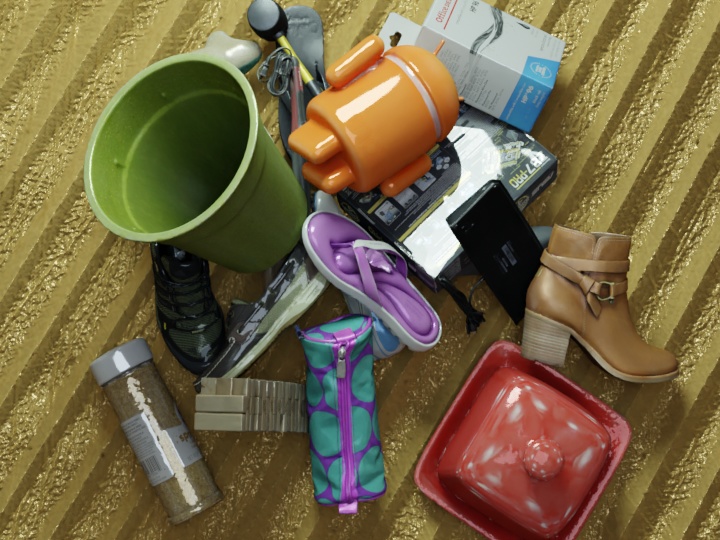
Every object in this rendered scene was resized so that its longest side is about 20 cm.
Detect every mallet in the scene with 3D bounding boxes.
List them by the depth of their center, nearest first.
[{"bbox_3d":[-0.062,-0.216,1.570,0.041,0.066,0.201,-34,77,4],"label":"mallet"}]

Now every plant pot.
[{"bbox_3d":[-0.146,-0.087,1.456,0.198,0.190,0.202,-11,63,23],"label":"plant pot"}]

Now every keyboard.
[{"bbox_3d":[0.139,-0.003,1.546,0.127,0.200,0.021,-44,46,-6],"label":"keyboard"}]

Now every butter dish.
[{"bbox_3d":[0.187,0.202,1.548,0.198,0.148,0.201,33,84,0],"label":"butter dish"}]

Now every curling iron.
[{"bbox_3d":[-0.076,-0.141,1.551,0.049,0.026,0.202,-11,96,-12],"label":"curling iron"}]

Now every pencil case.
[{"bbox_3d":[-0.019,0.152,1.541,0.084,0.092,0.203,-6,102,-2],"label":"pencil case"}]

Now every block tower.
[{"bbox_3d":[-0.107,0.143,1.502,0.057,0.200,0.055,1,84,18],"label":"block tower"}]

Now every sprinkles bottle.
[{"bbox_3d":[-0.223,0.176,1.559,0.068,0.068,0.202,-27,88,-6],"label":"sprinkles bottle"}]

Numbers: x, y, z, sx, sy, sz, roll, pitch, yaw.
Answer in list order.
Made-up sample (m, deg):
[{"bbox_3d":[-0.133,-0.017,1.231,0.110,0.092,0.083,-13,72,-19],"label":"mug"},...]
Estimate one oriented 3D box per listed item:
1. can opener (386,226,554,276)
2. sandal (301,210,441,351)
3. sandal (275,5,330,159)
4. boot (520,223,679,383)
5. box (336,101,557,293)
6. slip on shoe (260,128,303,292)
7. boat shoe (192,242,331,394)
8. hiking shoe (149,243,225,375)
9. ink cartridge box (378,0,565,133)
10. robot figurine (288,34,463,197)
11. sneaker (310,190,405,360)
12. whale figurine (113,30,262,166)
[{"bbox_3d":[0.128,-0.030,1.600,0.197,0.067,0.054,-1,55,-8],"label":"can opener"},{"bbox_3d":[0.023,0.002,1.522,0.202,0.050,0.083,42,46,-20],"label":"sandal"},{"bbox_3d":[-0.063,-0.202,1.617,0.075,0.043,0.202,-13,86,-5],"label":"sandal"},{"bbox_3d":[0.279,0.037,1.587,0.198,0.077,0.157,12,95,-9],"label":"boot"},{"bbox_3d":[0.096,-0.098,1.585,0.200,0.049,0.161,-44,66,-12],"label":"box"},{"bbox_3d":[-0.106,-0.066,1.589,0.060,0.076,0.202,-17,94,-13],"label":"slip on shoe"},{"bbox_3d":[-0.114,0.054,1.540,0.201,0.072,0.066,-45,92,0],"label":"boat shoe"},{"bbox_3d":[-0.197,0.018,1.558,0.075,0.101,0.202,-16,86,-5],"label":"hiking shoe"},{"bbox_3d":[0.122,-0.248,1.595,0.198,0.116,0.068,25,128,-2],"label":"ink cartridge box"},{"bbox_3d":[0.023,-0.160,1.512,0.199,0.117,0.144,-35,85,-14],"label":"robot figurine"},{"bbox_3d":[0.000,0.000,1.587,0.072,0.072,0.202,-24,93,8],"label":"sneaker"},{"bbox_3d":[-0.188,-0.180,1.586,0.158,0.104,0.200,21,58,32],"label":"whale figurine"}]
